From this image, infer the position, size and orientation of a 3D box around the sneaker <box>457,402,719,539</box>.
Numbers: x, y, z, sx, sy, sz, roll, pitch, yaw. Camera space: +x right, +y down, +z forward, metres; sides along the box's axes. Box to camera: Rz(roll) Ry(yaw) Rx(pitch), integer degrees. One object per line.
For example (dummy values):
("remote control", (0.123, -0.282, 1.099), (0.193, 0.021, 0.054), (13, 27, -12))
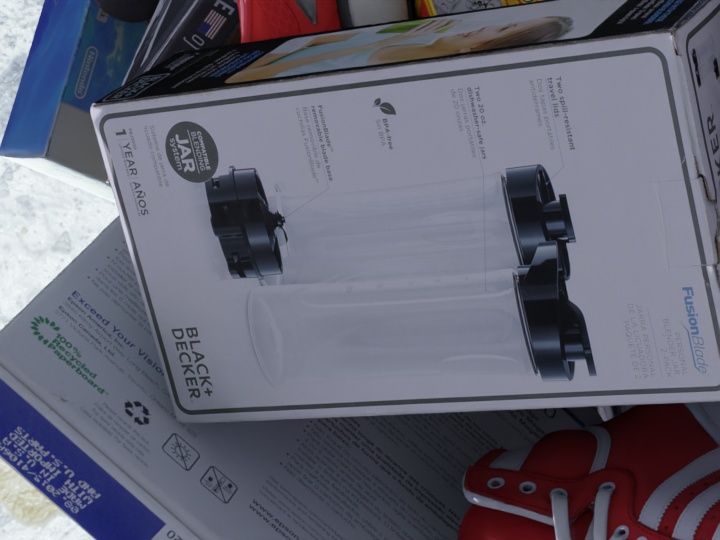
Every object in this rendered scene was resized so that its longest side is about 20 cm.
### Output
("sneaker", (0.098, 0.100, 0.703), (0.200, 0.112, 0.071), (-122, 17, -71))

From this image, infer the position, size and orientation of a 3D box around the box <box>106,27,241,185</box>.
("box", (-0.030, -0.082, 1.030), (0.021, 0.200, 0.164), (21, 162, 29))

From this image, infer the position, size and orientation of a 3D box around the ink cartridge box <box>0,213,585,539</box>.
("ink cartridge box", (-0.024, 0.056, 0.790), (0.196, 0.043, 0.200), (41, -148, -2))

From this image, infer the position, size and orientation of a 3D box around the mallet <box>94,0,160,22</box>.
("mallet", (-0.073, -0.089, 1.048), (0.066, 0.041, 0.200), (-74, -30, -44))

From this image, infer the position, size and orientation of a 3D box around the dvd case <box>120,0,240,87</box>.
("dvd case", (-0.043, -0.156, 0.911), (0.150, 0.025, 0.200), (-49, 16, 39))

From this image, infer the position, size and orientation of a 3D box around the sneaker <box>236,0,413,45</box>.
("sneaker", (-0.016, -0.046, 0.769), (0.077, 0.085, 0.200), (-163, 58, -83))

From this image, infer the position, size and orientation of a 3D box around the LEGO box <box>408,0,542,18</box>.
("LEGO box", (0.051, -0.088, 0.825), (0.200, 0.077, 0.149), (88, 165, -67))

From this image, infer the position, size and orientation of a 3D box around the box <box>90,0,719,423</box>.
("box", (0.025, -0.018, 0.683), (0.060, 0.200, 0.117), (-41, -59, -56))

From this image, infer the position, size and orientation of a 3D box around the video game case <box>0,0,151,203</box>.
("video game case", (-0.072, -0.121, 1.098), (0.045, 0.181, 0.200), (7, 78, 47))

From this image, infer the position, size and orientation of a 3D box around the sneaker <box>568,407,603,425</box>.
("sneaker", (0.068, 0.099, 0.937), (0.200, 0.076, 0.115), (40, -160, -49))
